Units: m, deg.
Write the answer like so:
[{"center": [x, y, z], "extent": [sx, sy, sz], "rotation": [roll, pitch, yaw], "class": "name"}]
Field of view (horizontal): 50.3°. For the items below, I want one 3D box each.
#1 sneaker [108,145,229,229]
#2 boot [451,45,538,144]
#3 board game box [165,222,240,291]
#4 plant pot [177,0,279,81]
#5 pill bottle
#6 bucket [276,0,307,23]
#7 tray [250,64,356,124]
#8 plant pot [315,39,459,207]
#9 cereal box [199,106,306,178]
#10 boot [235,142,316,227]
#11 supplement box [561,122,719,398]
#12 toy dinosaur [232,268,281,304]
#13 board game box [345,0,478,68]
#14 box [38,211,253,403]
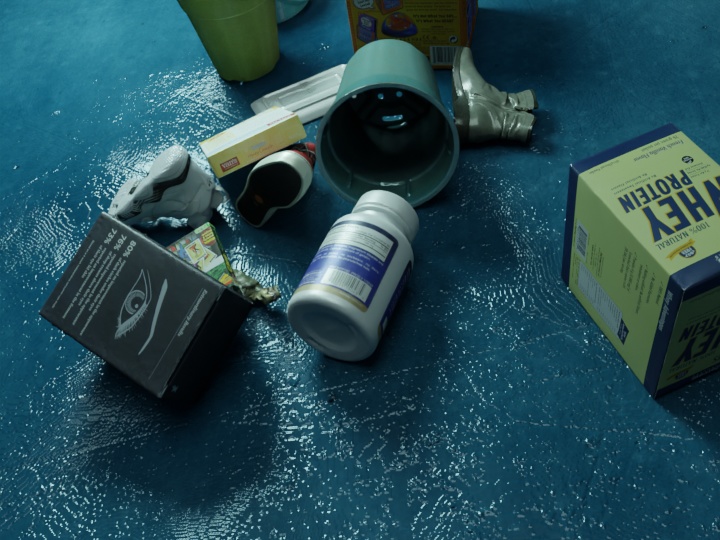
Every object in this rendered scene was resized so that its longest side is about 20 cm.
[{"center": [-0.288, -0.094, 1.138], "extent": [0.199, 0.115, 0.076], "rotation": [-31, 38, 32], "class": "sneaker"}, {"center": [0.209, -0.272, 1.207], "extent": [0.128, 0.068, 0.202], "rotation": [-1, 56, 4], "class": "boot"}, {"center": [-0.262, 0.029, 1.008], "extent": [0.198, 0.023, 0.106], "rotation": [-31, 66, 4], "class": "board game box"}, {"center": [-0.220, -0.444, 1.349], "extent": [0.197, 0.191, 0.202], "rotation": [-6, 47, 6], "class": "plant pot"}, {"center": [0.000, 0.000, 0.964], "extent": [0.118, 0.121, 0.201], "rotation": [13, 52, 21], "class": "pill bottle"}, {"center": [-0.195, -0.584, 1.503], "extent": [0.204, 0.136, 0.209], "rotation": [-6, 49, 7], "class": "bucket"}, {"center": [-0.084, -0.299, 1.309], "extent": [0.198, 0.022, 0.108], "rotation": [-24, 48, -10], "class": "tray"}, {"center": [0.040, -0.226, 1.117], "extent": [0.197, 0.202, 0.198], "rotation": [-4, 41, 7], "class": "plant pot"}, {"center": [-0.167, -0.197, 1.158], "extent": [0.142, 0.040, 0.200], "rotation": [-27, 21, -6], "class": "cereal box"}, {"center": [-0.093, -0.150, 1.080], "extent": [0.072, 0.200, 0.145], "rotation": [45, 63, -10], "class": "boot"}, {"center": [0.336, -0.010, 0.851], "extent": [0.133, 0.201, 0.201], "rotation": [-22, 50, -8], "class": "supplement box"}, {"center": [-0.189, 0.022, 1.037], "extent": [0.199, 0.048, 0.088], "rotation": [29, 56, 36], "class": "toy dinosaur"}, {"center": [0.093, -0.491, 1.319], "extent": [0.197, 0.201, 0.202], "rotation": [5, 50, 14], "class": "board game box"}, {"center": [-0.256, 0.047, 0.929], "extent": [0.198, 0.104, 0.149], "rotation": [30, 85, 17], "class": "box"}]
